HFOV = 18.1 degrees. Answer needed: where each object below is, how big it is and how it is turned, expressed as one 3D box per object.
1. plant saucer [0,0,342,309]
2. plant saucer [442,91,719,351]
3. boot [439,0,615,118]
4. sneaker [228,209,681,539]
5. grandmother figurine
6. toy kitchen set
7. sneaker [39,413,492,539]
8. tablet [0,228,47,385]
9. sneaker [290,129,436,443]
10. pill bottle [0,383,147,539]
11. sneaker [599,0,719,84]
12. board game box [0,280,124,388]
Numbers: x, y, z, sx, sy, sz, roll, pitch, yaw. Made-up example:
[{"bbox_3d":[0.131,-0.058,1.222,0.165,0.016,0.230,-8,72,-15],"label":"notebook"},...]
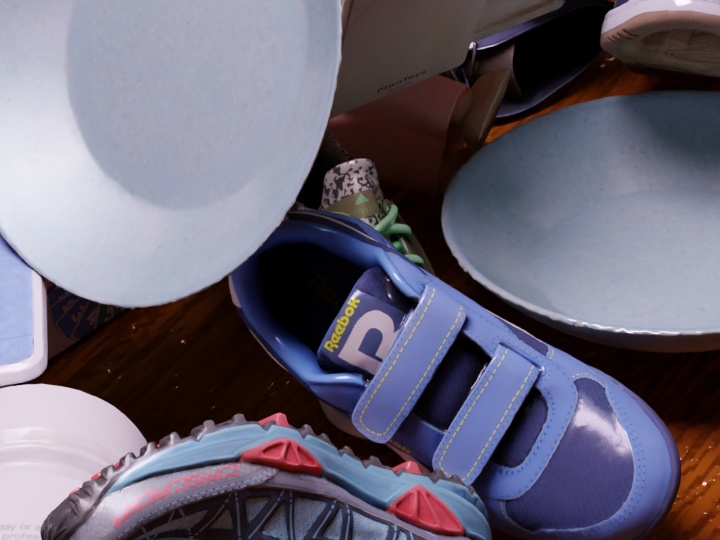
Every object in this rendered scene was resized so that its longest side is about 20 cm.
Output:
[{"bbox_3d":[-0.077,-0.087,0.871,0.200,0.202,0.039,19,11,34],"label":"plant saucer"},{"bbox_3d":[0.135,-0.014,0.963,0.200,0.039,0.201,-5,32,3],"label":"plant saucer"},{"bbox_3d":[0.032,-0.111,1.114,0.199,0.075,0.097,-28,36,-24],"label":"boot"},{"bbox_3d":[0.028,0.042,0.854,0.199,0.082,0.074,32,92,23],"label":"sneaker"},{"bbox_3d":[-0.037,-0.086,1.058,0.199,0.122,0.061,21,25,8],"label":"grandmother figurine"},{"bbox_3d":[-0.023,-0.179,0.942,0.199,0.163,0.181,-22,76,-14],"label":"toy kitchen set"},{"bbox_3d":[-0.015,0.110,0.760,0.079,0.199,0.096,-40,53,33],"label":"sneaker"},{"bbox_3d":[-0.222,0.020,0.892,0.199,0.014,0.130,-10,36,-2],"label":"tablet"},{"bbox_3d":[0.000,0.000,0.960,0.077,0.089,0.200,-22,38,-15],"label":"sneaker"},{"bbox_3d":[-0.117,0.137,0.788,0.114,0.115,0.200,-9,36,3],"label":"pill bottle"},{"bbox_3d":[0.151,-0.145,1.018,0.070,0.109,0.200,9,1,7],"label":"sneaker"},{"bbox_3d":[-0.149,-0.004,1.000,0.200,0.096,0.030,-34,42,-27],"label":"board game box"}]
